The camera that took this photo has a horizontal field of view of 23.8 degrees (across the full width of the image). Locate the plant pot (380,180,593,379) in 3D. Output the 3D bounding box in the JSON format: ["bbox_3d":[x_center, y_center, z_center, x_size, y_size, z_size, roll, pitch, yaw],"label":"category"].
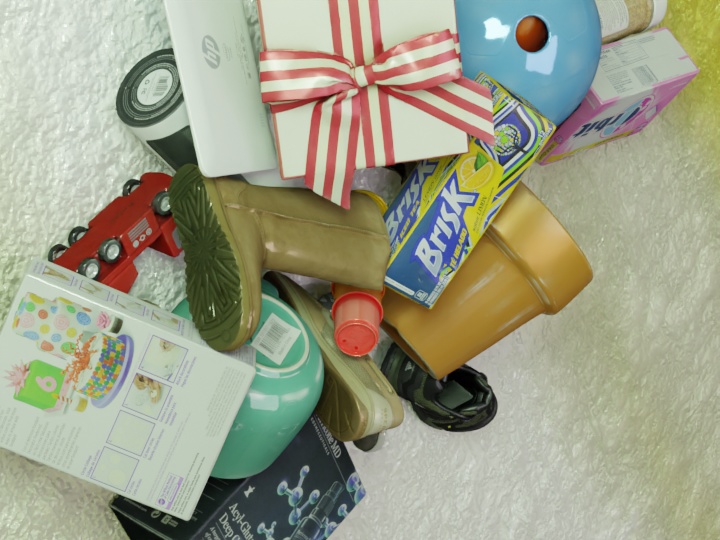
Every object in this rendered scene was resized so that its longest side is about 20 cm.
[{"bbox_3d":[0.099,0.002,1.704,0.183,0.200,0.200,-45,137,-5],"label":"plant pot"}]

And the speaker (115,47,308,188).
[{"bbox_3d":[-0.123,-0.103,1.471,0.081,0.081,0.200,-58,141,-13],"label":"speaker"}]

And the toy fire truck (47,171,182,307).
[{"bbox_3d":[-0.209,0.027,1.451,0.200,0.049,0.142,-45,136,-28],"label":"toy fire truck"}]

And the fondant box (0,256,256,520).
[{"bbox_3d":[-0.200,0.095,1.373,0.199,0.058,0.145,23,104,-11],"label":"fondant box"}]

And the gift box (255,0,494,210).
[{"bbox_3d":[0.007,-0.170,1.441,0.183,0.187,0.201,-13,109,0],"label":"gift box"}]

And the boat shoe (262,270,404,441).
[{"bbox_3d":[-0.032,0.077,1.570,0.064,0.200,0.072,-6,137,-37],"label":"boat shoe"}]

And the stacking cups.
[{"bbox_3d":[0.000,0.000,1.579,0.200,0.060,0.061,-92,173,-57],"label":"stacking cups"}]

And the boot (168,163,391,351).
[{"bbox_3d":[-0.053,-0.006,1.424,0.199,0.066,0.176,10,56,-41],"label":"boot"}]

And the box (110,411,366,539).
[{"bbox_3d":[-0.111,0.215,1.605,0.200,0.107,0.149,-47,136,-26],"label":"box"}]

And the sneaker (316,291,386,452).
[{"bbox_3d":[-0.027,0.104,1.701,0.081,0.077,0.201,-19,124,-12],"label":"sneaker"}]

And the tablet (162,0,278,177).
[{"bbox_3d":[-0.118,-0.178,1.405,0.130,0.014,0.202,-15,92,-65],"label":"tablet"}]

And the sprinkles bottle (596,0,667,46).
[{"bbox_3d":[0.248,-0.270,1.838,0.199,0.068,0.069,-26,125,-40],"label":"sprinkles bottle"}]

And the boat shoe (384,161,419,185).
[{"bbox_3d":[0.048,-0.107,1.596,0.072,0.199,0.060,132,-17,-83],"label":"boat shoe"}]

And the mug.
[{"bbox_3d":[-0.113,0.074,1.493,0.151,0.186,0.115,1,142,-37],"label":"mug"}]

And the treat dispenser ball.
[{"bbox_3d":[0.128,-0.218,1.614,0.200,0.200,0.202,-23,123,-41],"label":"treat dispenser ball"}]

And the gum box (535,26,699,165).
[{"bbox_3d":[0.262,-0.188,1.847,0.199,0.066,0.114,-21,161,-44],"label":"gum box"}]

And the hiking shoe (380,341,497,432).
[{"bbox_3d":[0.103,0.139,1.824,0.200,0.100,0.076,28,85,-51],"label":"hiking shoe"}]

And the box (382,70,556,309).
[{"bbox_3d":[0.084,-0.071,1.517,0.064,0.070,0.201,28,104,-25],"label":"box"}]
